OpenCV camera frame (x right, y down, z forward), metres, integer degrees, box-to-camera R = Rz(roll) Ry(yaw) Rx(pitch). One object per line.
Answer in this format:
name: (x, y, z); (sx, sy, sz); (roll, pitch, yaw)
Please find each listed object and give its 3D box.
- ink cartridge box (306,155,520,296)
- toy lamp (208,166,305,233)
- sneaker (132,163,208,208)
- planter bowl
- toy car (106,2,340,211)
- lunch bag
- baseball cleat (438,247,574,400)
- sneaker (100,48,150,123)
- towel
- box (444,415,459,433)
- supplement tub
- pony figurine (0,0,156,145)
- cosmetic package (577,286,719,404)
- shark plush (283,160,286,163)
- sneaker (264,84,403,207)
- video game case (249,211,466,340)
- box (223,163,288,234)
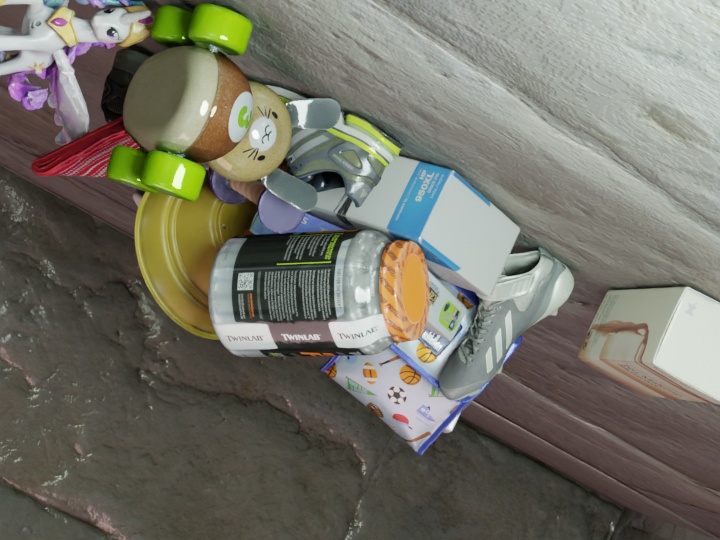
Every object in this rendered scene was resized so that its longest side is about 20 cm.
ink cartridge box: (0.044, -0.059, 1.580); (0.199, 0.085, 0.144); (19, 169, 42)
toy lamp: (-0.113, -0.086, 1.564); (0.058, 0.059, 0.200); (30, 179, -26)
sneaker: (-0.196, -0.104, 1.826); (0.199, 0.075, 0.087); (-32, 116, 27)
planter bowl: (-0.148, -0.031, 1.681); (0.199, 0.203, 0.083); (31, 144, -34)
toy car: (-0.107, -0.130, 1.388); (0.198, 0.166, 0.157); (20, 177, -32)
lunch bag: (0.074, 0.091, 1.785); (0.170, 0.200, 0.124); (40, -144, 1)
baseball cleat: (0.140, 0.052, 1.659); (0.106, 0.200, 0.070); (36, -168, -35)
sneaker: (-0.193, -0.152, 1.647); (0.197, 0.115, 0.076); (22, 172, -4)
towel: (-0.218, -0.119, 1.527); (0.143, 0.023, 0.199); (-20, 170, 30)
box: (0.104, 0.095, 1.948); (0.112, 0.202, 0.101); (26, 172, -5)
supplement tub: (-0.039, 0.023, 1.486); (0.198, 0.124, 0.122); (-2, 160, 24)
pony figurine: (-0.305, -0.211, 1.442); (0.198, 0.169, 0.193); (-5, 169, -28)
cosmetic package: (0.317, 0.077, 1.569); (0.103, 0.088, 0.200); (28, 172, -10)
shark plush: (-0.151, -0.164, 1.735); (0.198, 0.092, 0.083); (6, -171, 25)
sneaker: (-0.057, -0.125, 1.495); (0.198, 0.082, 0.074); (21, 171, 33)
video game case: (0.000, 0.000, 1.638); (0.198, 0.046, 0.181); (24, 172, 24)
box: (-0.097, -0.022, 1.840); (0.123, 0.202, 0.097); (19, 171, 36)
